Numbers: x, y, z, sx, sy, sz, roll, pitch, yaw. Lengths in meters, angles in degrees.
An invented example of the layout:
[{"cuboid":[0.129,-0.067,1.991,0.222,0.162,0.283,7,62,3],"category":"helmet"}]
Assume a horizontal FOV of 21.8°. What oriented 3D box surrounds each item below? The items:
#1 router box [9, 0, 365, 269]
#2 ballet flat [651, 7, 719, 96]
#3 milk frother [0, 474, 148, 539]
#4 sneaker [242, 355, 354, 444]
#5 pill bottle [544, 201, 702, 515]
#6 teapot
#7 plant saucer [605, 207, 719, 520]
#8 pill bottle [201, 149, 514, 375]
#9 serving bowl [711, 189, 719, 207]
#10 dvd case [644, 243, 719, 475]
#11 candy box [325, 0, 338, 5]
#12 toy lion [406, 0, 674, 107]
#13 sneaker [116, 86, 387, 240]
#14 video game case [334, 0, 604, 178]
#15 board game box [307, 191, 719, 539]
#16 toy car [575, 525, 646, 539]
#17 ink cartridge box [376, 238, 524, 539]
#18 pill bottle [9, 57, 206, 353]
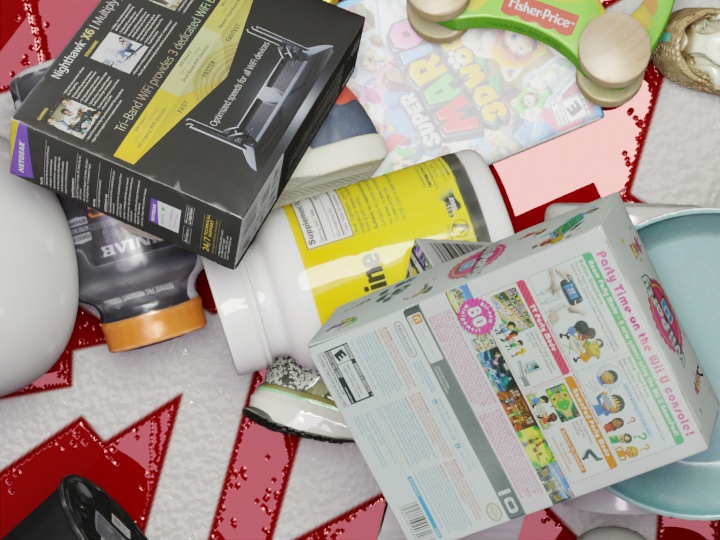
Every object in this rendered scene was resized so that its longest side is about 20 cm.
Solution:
[{"cuboid":[-0.106,-0.112,1.180,0.156,0.052,0.201,23,51,7],"category":"router box"},{"cuboid":[0.293,-0.132,1.248,0.198,0.065,0.071,9,94,5],"category":"ballet flat"},{"cuboid":[-0.217,0.272,1.255,0.188,0.200,0.181,-40,93,7],"category":"milk frother"},{"cuboid":[0.021,0.080,1.288,0.198,0.077,0.089,10,83,1],"category":"sneaker"},{"cuboid":[0.175,0.056,1.248,0.110,0.111,0.202,1,93,5],"category":"pill bottle"},{"cuboid":[-0.293,0.007,1.241,0.197,0.145,0.202,-16,91,46],"category":"teapot"},{"cuboid":[0.210,0.054,1.139,0.198,0.036,0.202,1,108,4],"category":"plant saucer"},{"cuboid":[0.000,0.000,1.245,0.198,0.112,0.113,-18,92,-4],"category":"pill bottle"},{"cuboid":[0.298,-0.011,1.231,0.198,0.066,0.202,-6,104,-26],"category":"serving bowl"},{"cuboid":[0.221,0.068,1.171,0.198,0.016,0.150,16,109,0],"category":"dvd case"},{"cuboid":[-0.033,-0.279,1.284,0.101,0.026,0.202,22,92,5],"category":"candy box"},{"cuboid":[0.124,-0.231,1.248,0.199,0.069,0.193,22,82,9],"category":"toy lion"},{"cuboid":[-0.082,-0.082,1.239,0.199,0.075,0.085,-15,74,-31],"category":"sneaker"},{"cuboid":[0.051,-0.135,1.295,0.199,0.018,0.144,-22,92,7],"category":"video game case"},{"cuboid":[0.090,0.063,1.105,0.199,0.064,0.148,-22,103,25],"category":"board game box"},{"cuboid":[0.180,0.282,1.241,0.175,0.150,0.200,39,96,2],"category":"toy car"},{"cuboid":[0.070,0.080,1.211,0.108,0.050,0.202,2,117,-20],"category":"ink cartridge box"},{"cuboid":[-0.164,-0.048,1.277,0.105,0.106,0.202,-15,92,6],"category":"pill bottle"}]
